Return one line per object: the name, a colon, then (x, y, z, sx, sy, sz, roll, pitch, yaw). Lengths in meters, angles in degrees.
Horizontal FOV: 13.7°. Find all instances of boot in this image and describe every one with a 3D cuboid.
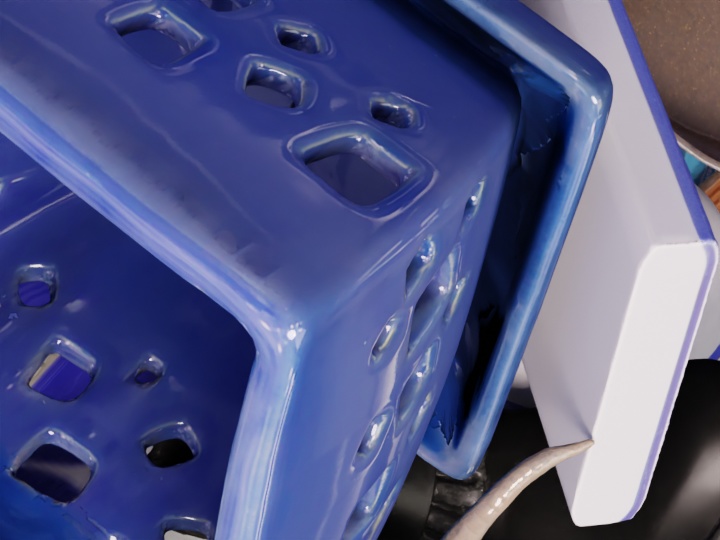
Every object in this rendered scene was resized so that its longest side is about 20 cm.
boot: (0.035, 0.065, 1.032, 0.157, 0.080, 0.211, 30, 138, -24)

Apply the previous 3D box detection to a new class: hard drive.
hard drive: (0.064, -0.038, 0.968, 0.025, 0.201, 0.132, -5, 139, -13)

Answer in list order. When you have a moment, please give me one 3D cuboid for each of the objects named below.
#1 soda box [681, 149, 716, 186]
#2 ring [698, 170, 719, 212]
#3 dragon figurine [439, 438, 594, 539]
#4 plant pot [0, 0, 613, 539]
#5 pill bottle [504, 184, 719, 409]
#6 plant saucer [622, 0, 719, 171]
soda box: (0.127, -0.063, 1.225, 0.068, 0.064, 0.201, -27, 148, -37)
ring: (0.097, -0.054, 1.143, 0.199, 0.019, 0.201, -12, 138, -11)
dragon figurine: (0.017, 0.128, 0.971, 0.099, 0.059, 0.201, -80, -173, -75)
plant pot: (-0.049, -0.013, 0.876, 0.180, 0.200, 0.201, -35, 154, -39)
pill bottle: (0.090, 0.027, 1.127, 0.112, 0.112, 0.200, -39, 142, -17)
plant saucer: (0.141, -0.127, 1.070, 0.200, 0.201, 0.034, -32, -166, -30)
